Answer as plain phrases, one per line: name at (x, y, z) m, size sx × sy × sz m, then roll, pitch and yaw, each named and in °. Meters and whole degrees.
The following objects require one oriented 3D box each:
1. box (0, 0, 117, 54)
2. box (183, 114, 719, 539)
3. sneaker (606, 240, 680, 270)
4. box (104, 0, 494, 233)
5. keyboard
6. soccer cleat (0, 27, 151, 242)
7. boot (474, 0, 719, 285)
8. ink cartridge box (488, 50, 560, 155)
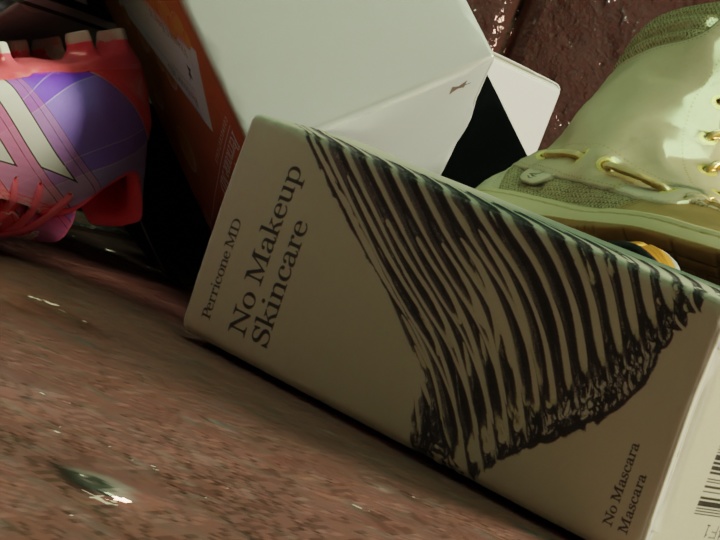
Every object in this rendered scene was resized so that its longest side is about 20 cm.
box at (-0.173, -0.095, 0.805) m, size 0.060 × 0.116 × 0.200 m, roll 61°, pitch 7°, yaw 4°
box at (0.040, 0.019, 0.672) m, size 0.199 × 0.083 × 0.068 m, roll 23°, pitch 6°, yaw 41°
sneaker at (0.042, 0.017, 0.778) m, size 0.077 × 0.079 × 0.200 m, roll 18°, pitch -5°, yaw -29°
box at (-0.044, -0.124, 0.819) m, size 0.097 × 0.201 × 0.124 m, roll -22°, pitch -14°, yaw -14°
keyboard at (-0.026, -0.068, 0.908) m, size 0.199 × 0.128 × 0.021 m, roll -15°, pitch -16°, yaw -36°
soccer cleat at (-0.130, -0.038, 0.740) m, size 0.066 × 0.077 × 0.200 m, roll -7°, pitch 8°, yaw 24°
boot at (0.146, -0.038, 0.851) m, size 0.199 × 0.155 × 0.073 m, roll 12°, pitch -41°, yaw 50°
ink cartridge box at (-0.014, -0.088, 1.314) m, size 0.146 × 0.148 × 0.200 m, roll 18°, pitch 6°, yaw -44°
